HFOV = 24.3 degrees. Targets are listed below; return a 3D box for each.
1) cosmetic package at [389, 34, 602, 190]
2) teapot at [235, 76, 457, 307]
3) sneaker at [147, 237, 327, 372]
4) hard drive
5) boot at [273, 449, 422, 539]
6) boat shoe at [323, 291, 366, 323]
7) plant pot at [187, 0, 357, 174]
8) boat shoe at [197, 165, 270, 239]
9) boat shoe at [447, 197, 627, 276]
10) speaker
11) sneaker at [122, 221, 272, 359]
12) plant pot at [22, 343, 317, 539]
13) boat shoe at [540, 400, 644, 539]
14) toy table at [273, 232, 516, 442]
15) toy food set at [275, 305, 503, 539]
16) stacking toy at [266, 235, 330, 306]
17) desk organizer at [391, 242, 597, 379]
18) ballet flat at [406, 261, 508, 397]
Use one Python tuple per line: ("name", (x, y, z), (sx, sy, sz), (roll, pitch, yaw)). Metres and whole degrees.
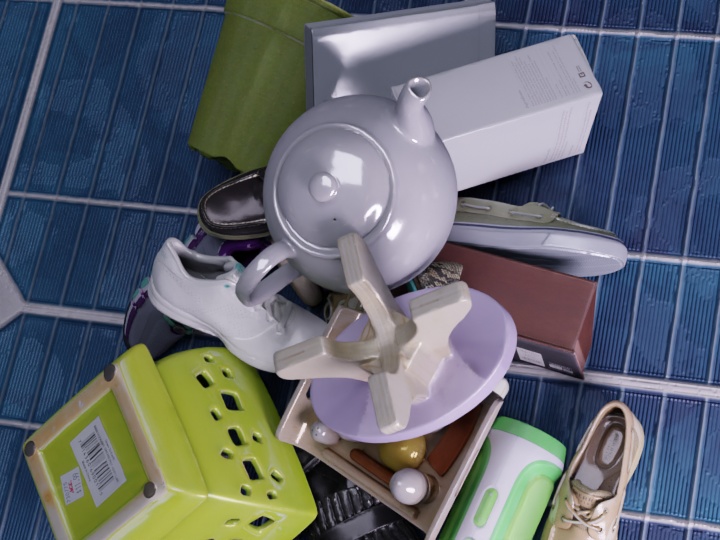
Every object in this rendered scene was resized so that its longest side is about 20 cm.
("cosmetic package", (0.129, -0.149, 1.660), (0.198, 0.113, 0.082), (-15, 63, -14))
("teapot", (-0.015, -0.068, 1.524), (0.195, 0.146, 0.202), (0, 91, 20))
("sneaker", (-0.110, 0.031, 1.613), (0.198, 0.089, 0.076), (22, 46, 3))
("hard drive", (0.041, -0.196, 1.687), (0.198, 0.133, 0.026), (-11, 29, -20))
("boot", (0.030, 0.208, 1.596), (0.211, 0.079, 0.158), (-42, 57, 9))
("boat shoe", (0.000, 0.000, 1.652), (0.063, 0.073, 0.202), (26, 116, -3))
("plant pot", (-0.089, -0.188, 1.743), (0.199, 0.200, 0.191), (27, 90, 24))
("boat shoe", (-0.066, -0.084, 1.650), (0.198, 0.065, 0.074), (-17, 73, -7))
("boat shoe", (0.168, -0.039, 1.659), (0.198, 0.072, 0.063), (7, 69, 20))
("speaker", (0.119, 0.242, 1.555), (0.088, 0.089, 0.201), (20, 76, 22))
("sneaker", (-0.167, 0.024, 1.701), (0.201, 0.074, 0.088), (-53, 43, 13))
("plant pot", (-0.192, 0.193, 1.582), (0.199, 0.181, 0.201), (-39, 59, 22))
("boat shoe", (0.208, 0.217, 1.550), (0.071, 0.065, 0.202), (13, 73, 20))
("toy table", (0.026, 0.069, 1.457), (0.199, 0.117, 0.185), (-33, 59, 12))
("toy food set", (0.023, 0.138, 1.527), (0.199, 0.060, 0.145), (31, 98, 33))
("stacking toy", (0.005, -0.052, 1.710), (0.199, 0.085, 0.086), (-35, 64, -4))
("desk organizer", (0.133, 0.034, 1.641), (0.198, 0.072, 0.078), (16, 72, 21))
("ballet flat", (0.099, 0.085, 1.569), (0.074, 0.068, 0.202), (-12, 75, -5))
